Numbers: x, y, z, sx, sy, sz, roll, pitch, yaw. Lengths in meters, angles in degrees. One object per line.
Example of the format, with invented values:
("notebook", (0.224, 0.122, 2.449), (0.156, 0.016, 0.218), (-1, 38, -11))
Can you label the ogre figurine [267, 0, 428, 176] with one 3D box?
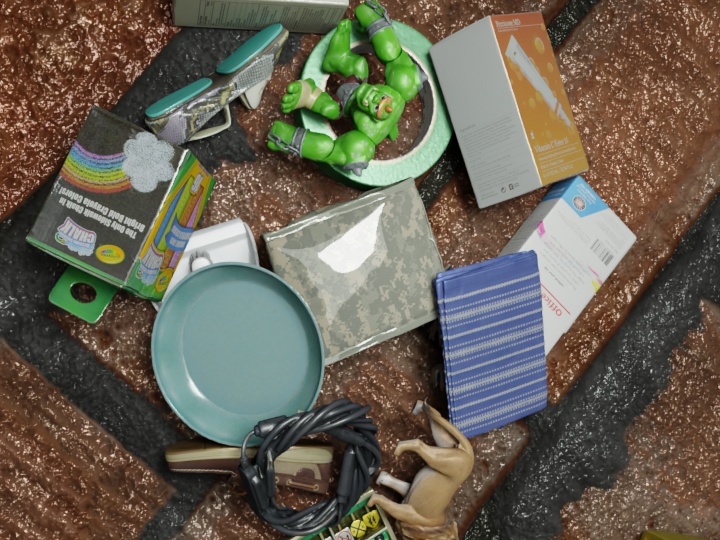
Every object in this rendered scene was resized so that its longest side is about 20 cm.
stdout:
("ogre figurine", (-0.006, -0.198, 0.976), (0.119, 0.099, 0.201), (34, 65, 7))

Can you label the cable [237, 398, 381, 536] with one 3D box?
("cable", (-0.051, 0.217, 0.948), (0.161, 0.051, 0.203), (-26, 133, -15))

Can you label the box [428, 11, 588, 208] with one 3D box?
("box", (0.181, -0.195, 1.040), (0.123, 0.096, 0.204), (-21, 93, -46))

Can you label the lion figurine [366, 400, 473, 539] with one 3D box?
("lion figurine", (0.085, 0.247, 0.998), (0.121, 0.073, 0.203), (26, 123, 5))

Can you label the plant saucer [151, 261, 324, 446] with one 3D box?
("plant saucer", (-0.130, 0.089, 0.938), (0.195, 0.036, 0.205), (2, 100, 11))

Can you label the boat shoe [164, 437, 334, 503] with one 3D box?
("boat shoe", (-0.127, 0.232, 0.989), (0.196, 0.072, 0.074), (5, 88, -21))

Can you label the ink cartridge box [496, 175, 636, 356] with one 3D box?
("ink cartridge box", (0.240, -0.004, 1.086), (0.115, 0.068, 0.201), (43, 79, -9))

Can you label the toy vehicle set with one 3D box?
("toy vehicle set", (-0.045, 0.364, 1.024), (0.197, 0.026, 0.126), (-28, 94, -13))

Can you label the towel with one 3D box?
("towel", (0.154, 0.086, 1.005), (0.142, 0.024, 0.205), (-14, 108, -23))

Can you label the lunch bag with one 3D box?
("lunch bag", (0.000, 0.000, 0.999), (0.196, 0.118, 0.167), (-20, 95, -5))

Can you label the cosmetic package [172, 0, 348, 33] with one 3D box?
("cosmetic package", (-0.118, -0.328, 0.994), (0.195, 0.105, 0.073), (0, 86, -15))

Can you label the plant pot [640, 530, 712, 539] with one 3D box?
("plant pot", (0.428, 0.430, 1.063), (0.173, 0.200, 0.203), (24, 83, 1))

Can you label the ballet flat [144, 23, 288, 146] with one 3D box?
("ballet flat", (-0.157, -0.208, 1.006), (0.199, 0.072, 0.073), (-38, 96, -12))

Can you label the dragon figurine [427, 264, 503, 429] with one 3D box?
("dragon figurine", (0.138, 0.093, 1.062), (0.097, 0.059, 0.205), (-4, 89, -14))

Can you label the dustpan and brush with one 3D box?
("dustpan and brush", (-0.165, 0.054, 0.988), (0.137, 0.057, 0.204), (-18, 94, -13))

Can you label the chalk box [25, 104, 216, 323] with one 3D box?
("chalk box", (-0.260, -0.046, 0.923), (0.123, 0.124, 0.203), (24, 84, 8))

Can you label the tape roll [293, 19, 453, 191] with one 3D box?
("tape roll", (0.018, -0.201, 1.050), (0.196, 0.048, 0.206), (0, 88, -14))
